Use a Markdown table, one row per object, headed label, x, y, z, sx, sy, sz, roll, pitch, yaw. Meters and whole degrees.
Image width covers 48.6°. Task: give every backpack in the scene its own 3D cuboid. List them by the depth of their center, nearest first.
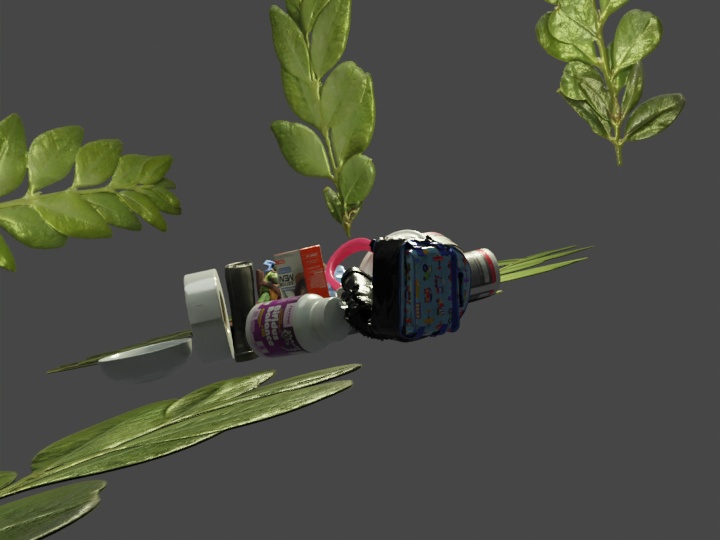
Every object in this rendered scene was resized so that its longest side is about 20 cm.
| label | x | y | z | sx | sy | sz | roll | pitch | yaw |
| --- | --- | --- | --- | --- | --- | --- | --- | --- | --- |
| backpack | 0.121 | 0.031 | 1.400 | 0.198 | 0.186 | 0.134 | 2 | 1 | -39 |

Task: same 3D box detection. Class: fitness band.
| label | x | y | z | sx | sy | sz | roll | pitch | yaw |
| --- | --- | --- | --- | --- | --- | --- | --- | --- | --- |
| fitness band | 0.000 | 0.000 | 1.836 | 0.144 | 0.037 | 0.199 | -49 | 40 | -8 |

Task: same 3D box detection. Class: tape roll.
| label | x | y | z | sx | sy | sz | roll | pitch | yaw |
| --- | --- | --- | --- | --- | --- | --- | --- | --- | --- |
| tape roll | -0.329 | 0.102 | 1.734 | 0.070 | 0.206 | 0.202 | -11 | 2 | -6 |

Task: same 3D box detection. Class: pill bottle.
| label | x | y | z | sx | sy | sz | roll | pitch | yaw |
| --- | --- | --- | --- | --- | --- | --- | --- | --- | --- |
| pill bottle | -0.120 | 0.106 | 1.548 | 0.198 | 0.114 | 0.112 | -12 | 1 | 37 |
| pill bottle | 0.218 | 0.022 | 1.865 | 0.197 | 0.112 | 0.111 | -13 | 2 | -18 |

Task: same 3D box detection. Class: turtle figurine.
| label | x | y | z | sx | sy | sz | roll | pitch | yaw |
| --- | --- | --- | --- | --- | --- | --- | --- | --- | --- |
| turtle figurine | -0.201 | 0.083 | 2.048 | 0.195 | 0.199 | 0.144 | -58 | 12 | -20 |

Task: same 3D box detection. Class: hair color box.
| label | x | y | z | sx | sy | sz | roll | pitch | yaw |
| --- | --- | --- | --- | --- | --- | --- | --- | --- | --- |
| hair color box | -0.125 | 0.054 | 1.784 | 0.063 | 0.203 | 0.110 | -14 | 2 | -39 |

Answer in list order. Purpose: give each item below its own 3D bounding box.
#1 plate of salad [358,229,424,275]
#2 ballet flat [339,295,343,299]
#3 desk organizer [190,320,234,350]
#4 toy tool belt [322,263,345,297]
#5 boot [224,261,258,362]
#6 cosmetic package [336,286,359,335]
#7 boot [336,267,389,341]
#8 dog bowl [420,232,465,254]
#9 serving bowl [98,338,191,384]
| label | x | y | z | sx | sy | sz | roll | pitch | yaw |
| --- | --- | --- | --- | --- | --- | --- | --- | --- | --- |
| plate of salad | 0.078 | -0.005 | 1.833 | 0.198 | 0.202 | 0.048 | -11 | -39 | 36 |
| ballet flat | 0.048 | 0.072 | 1.633 | 0.197 | 0.073 | 0.072 | 2 | 3 | 7 |
| desk organizer | -0.302 | 0.158 | 1.904 | 0.198 | 0.073 | 0.077 | -12 | 4 | 26 |
| toy tool belt | -0.070 | 0.041 | 1.945 | 0.123 | 0.124 | 0.201 | -11 | 36 | 15 |
| boot | -0.241 | 0.082 | 1.706 | 0.071 | 0.203 | 0.182 | -11 | 2 | 4 |
| cosmetic package | 0.059 | 0.066 | 1.714 | 0.197 | 0.108 | 0.090 | -14 | 2 | 10 |
| boot | 0.043 | 0.080 | 1.515 | 0.074 | 0.197 | 0.163 | -52 | 20 | 16 |
| dog bowl | 0.156 | -0.007 | 1.944 | 0.198 | 0.074 | 0.202 | -19 | -40 | -17 |
| serving bowl | -0.452 | 0.200 | 1.699 | 0.197 | 0.067 | 0.200 | -13 | 1 | 0 |
